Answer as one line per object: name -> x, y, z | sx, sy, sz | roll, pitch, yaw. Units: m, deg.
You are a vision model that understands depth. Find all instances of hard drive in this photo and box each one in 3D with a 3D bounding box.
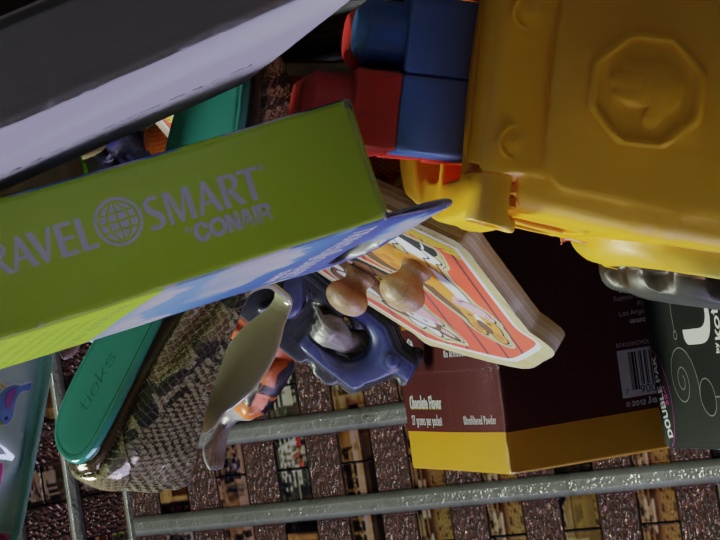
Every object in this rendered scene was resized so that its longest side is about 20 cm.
hard drive -> -0.067, -0.058, 0.674 | 0.131, 0.026, 0.200 | -26, -179, -16

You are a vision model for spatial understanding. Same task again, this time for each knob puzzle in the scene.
knob puzzle -> 0.000, 0.000, 1.035 | 0.219, 0.031, 0.220 | 30, 169, 6

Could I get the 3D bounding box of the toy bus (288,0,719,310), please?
toy bus -> 0.069, -0.059, 0.864 | 0.190, 0.137, 0.200 | 5, 180, -4

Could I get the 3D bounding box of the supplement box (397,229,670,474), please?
supplement box -> 0.123, -0.014, 1.188 | 0.196, 0.202, 0.133 | -8, 179, -19

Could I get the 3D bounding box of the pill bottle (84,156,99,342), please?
pill bottle -> -0.110, -0.018, 1.336 | 0.199, 0.115, 0.114 | -10, 178, 27

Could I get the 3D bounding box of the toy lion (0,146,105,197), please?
toy lion -> -0.193, -0.033, 0.878 | 0.190, 0.069, 0.200 | -8, 170, -1

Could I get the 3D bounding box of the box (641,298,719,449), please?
box -> 0.200, -0.029, 1.054 | 0.123, 0.202, 0.148 | -9, 178, -15

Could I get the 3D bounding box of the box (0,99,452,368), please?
box -> -0.083, -0.004, 0.786 | 0.199, 0.048, 0.122 | -17, 177, -24

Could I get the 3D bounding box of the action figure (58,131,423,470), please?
action figure -> -0.066, -0.009, 1.201 | 0.193, 0.200, 0.105 | -38, -166, 26

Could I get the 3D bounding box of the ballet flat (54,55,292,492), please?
ballet flat -> -0.056, -0.002, 0.936 | 0.075, 0.201, 0.068 | 12, -163, -33

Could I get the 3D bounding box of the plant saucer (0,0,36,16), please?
plant saucer -> -0.163, -0.044, 0.685 | 0.199, 0.030, 0.200 | -25, -178, 1

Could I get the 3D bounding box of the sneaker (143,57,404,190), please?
sneaker -> -0.010, -0.059, 1.076 | 0.198, 0.078, 0.073 | -4, -178, 25

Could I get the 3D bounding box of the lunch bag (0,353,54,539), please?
lunch bag -> -0.225, 0.059, 1.150 | 0.121, 0.202, 0.170 | -5, -159, -29
